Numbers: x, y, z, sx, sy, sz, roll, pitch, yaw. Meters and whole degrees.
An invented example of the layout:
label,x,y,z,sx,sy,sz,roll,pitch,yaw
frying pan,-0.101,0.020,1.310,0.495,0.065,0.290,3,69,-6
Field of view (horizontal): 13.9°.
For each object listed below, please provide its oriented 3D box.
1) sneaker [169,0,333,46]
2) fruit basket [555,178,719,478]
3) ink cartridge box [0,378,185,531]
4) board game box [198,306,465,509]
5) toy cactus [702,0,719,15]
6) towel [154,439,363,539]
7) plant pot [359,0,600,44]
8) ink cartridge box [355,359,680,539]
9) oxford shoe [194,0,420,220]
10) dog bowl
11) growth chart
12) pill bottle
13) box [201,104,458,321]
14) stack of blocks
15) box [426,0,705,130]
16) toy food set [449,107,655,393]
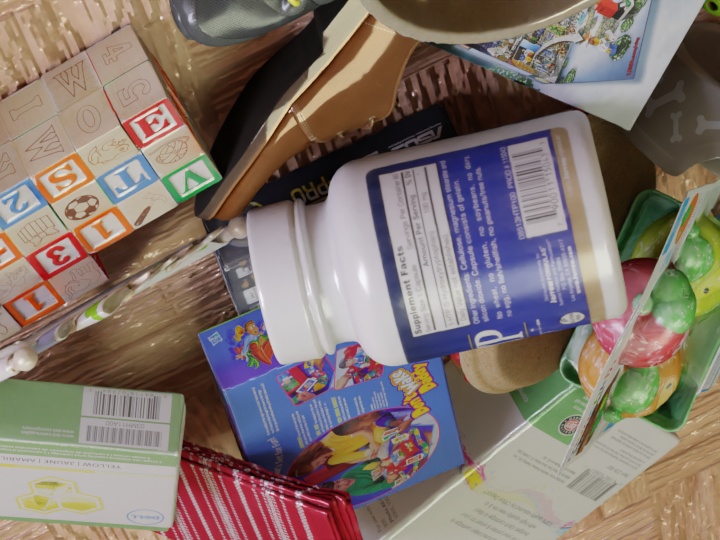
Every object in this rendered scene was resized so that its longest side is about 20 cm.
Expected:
label,x,y,z,sx,sy,sz,roll,pitch,yaw
sneaker,-0.009,-0.178,1.516,0.199,0.085,0.075,-33,115,-5
fruit basket,0.180,0.032,1.777,0.186,0.093,0.200,-66,174,10
ink cartridge box,-0.181,0.129,1.765,0.144,0.048,0.200,5,149,-4
board game box,-0.014,0.080,1.815,0.134,0.045,0.200,-23,147,-6
toy cactus,0.248,-0.169,1.691,0.102,0.200,0.165,-42,-176,15
towel,-0.084,0.146,1.834,0.023,0.199,0.145,-60,155,-25
plant pot,0.049,-0.242,1.399,0.199,0.184,0.201,-19,144,-14
ink cartridge box,0.092,0.127,1.997,0.200,0.088,0.145,-42,144,15
oxford shoe,-0.021,-0.092,1.628,0.071,0.072,0.200,30,119,-23
dog bowl,0.250,-0.081,1.753,0.199,0.200,0.059,6,120,-40
growth chart,-0.158,0.027,1.650,0.144,0.018,0.200,-26,-175,46
pill bottle,0.042,-0.012,1.657,0.199,0.120,0.120,-12,146,4
box,0.000,0.000,1.800,0.160,0.049,0.200,-23,147,-4
stack of blocks,-0.180,-0.035,1.615,0.199,0.059,0.115,-30,146,2
box,0.128,-0.183,1.601,0.136,0.038,0.200,23,130,-6
toy food set,0.117,-0.018,1.805,0.200,0.049,0.199,-36,144,-40
